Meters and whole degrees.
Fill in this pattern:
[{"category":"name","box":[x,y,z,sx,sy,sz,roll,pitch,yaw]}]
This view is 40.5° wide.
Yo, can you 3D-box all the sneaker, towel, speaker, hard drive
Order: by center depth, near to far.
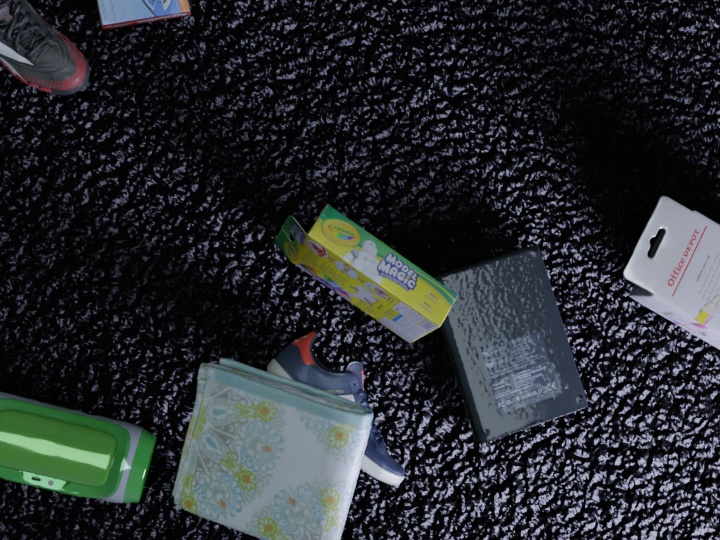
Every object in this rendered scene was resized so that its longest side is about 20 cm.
[{"category":"speaker","box":[-0.325,0.189,1.044,0.199,0.088,0.089,15,84,-7]},{"category":"towel","box":[-0.099,0.201,1.055,0.199,0.048,0.172,17,101,12]},{"category":"sneaker","box":[-0.382,-0.266,1.058,0.200,0.098,0.071,40,80,-5]},{"category":"sneaker","box":[-0.010,0.151,1.095,0.200,0.075,0.085,44,86,-3]},{"category":"hard drive","box":[0.172,0.084,1.147,0.139,0.033,0.201,-17,89,-9]}]

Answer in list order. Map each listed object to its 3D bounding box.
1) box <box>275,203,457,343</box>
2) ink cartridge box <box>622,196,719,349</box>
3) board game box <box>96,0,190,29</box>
[{"category":"box","box":[0.000,0.000,1.085,0.199,0.117,0.049,33,71,-5]},{"category":"ink cartridge box","box":[0.406,0.008,1.168,0.199,0.067,0.117,30,83,-7]},{"category":"board game box","box":[-0.265,-0.384,1.121,0.102,0.019,0.201,-11,88,-7]}]
